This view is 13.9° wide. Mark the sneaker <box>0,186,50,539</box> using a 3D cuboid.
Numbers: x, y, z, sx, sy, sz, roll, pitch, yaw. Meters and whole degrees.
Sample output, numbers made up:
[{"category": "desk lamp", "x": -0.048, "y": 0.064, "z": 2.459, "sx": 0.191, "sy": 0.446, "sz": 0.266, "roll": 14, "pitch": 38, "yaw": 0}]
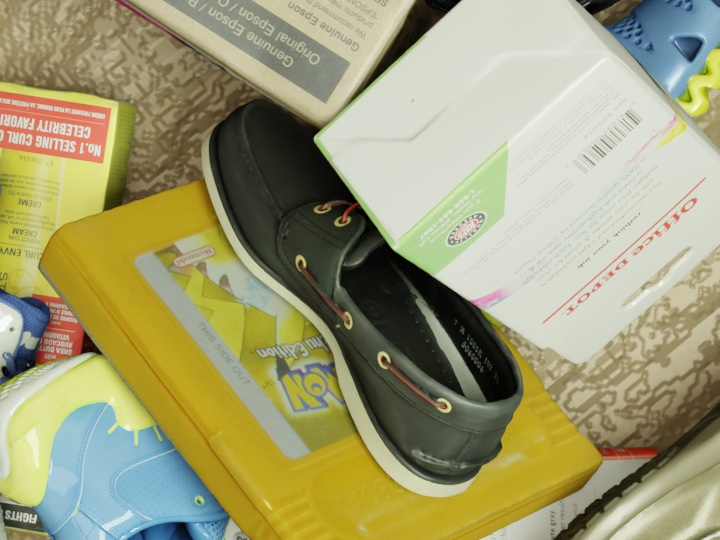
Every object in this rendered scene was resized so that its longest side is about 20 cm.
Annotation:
[{"category": "sneaker", "x": -0.175, "y": 0.048, "z": 1.286, "sx": 0.088, "sy": 0.075, "sz": 0.200, "roll": -15, "pitch": 89, "yaw": 5}]

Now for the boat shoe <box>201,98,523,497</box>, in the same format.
[{"category": "boat shoe", "x": 0.002, "y": 0.000, "z": 1.252, "sx": 0.201, "sy": 0.074, "sz": 0.063, "roll": 56, "pitch": 134, "yaw": 26}]

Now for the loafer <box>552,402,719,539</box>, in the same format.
[{"category": "loafer", "x": 0.152, "y": 0.104, "z": 1.272, "sx": 0.200, "sy": 0.076, "sz": 0.067, "roll": -39, "pitch": 87, "yaw": -5}]

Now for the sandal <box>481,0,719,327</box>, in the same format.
[{"category": "sandal", "x": 0.097, "y": -0.073, "z": 1.323, "sx": 0.087, "sy": 0.079, "sz": 0.200, "roll": 40, "pitch": 90, "yaw": -6}]

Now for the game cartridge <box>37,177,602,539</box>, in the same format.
[{"category": "game cartridge", "x": -0.015, "y": 0.039, "z": 1.269, "sx": 0.200, "sy": 0.176, "sz": 0.032, "roll": 49, "pitch": 134, "yaw": 20}]

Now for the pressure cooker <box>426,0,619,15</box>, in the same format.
[{"category": "pressure cooker", "x": 0.070, "y": -0.204, "z": 1.277, "sx": 0.179, "sy": 0.176, "sz": 0.200, "roll": -8, "pitch": 87, "yaw": 5}]

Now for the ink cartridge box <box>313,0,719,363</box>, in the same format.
[{"category": "ink cartridge box", "x": 0.079, "y": -0.040, "z": 1.228, "sx": 0.117, "sy": 0.200, "sz": 0.067, "roll": -42, "pitch": 61, "yaw": 8}]

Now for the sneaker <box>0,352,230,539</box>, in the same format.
[{"category": "sneaker", "x": -0.077, "y": 0.077, "z": 1.289, "sx": 0.200, "sy": 0.076, "sz": 0.105, "roll": -21, "pitch": 77, "yaw": -41}]

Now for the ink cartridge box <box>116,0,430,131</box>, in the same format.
[{"category": "ink cartridge box", "x": -0.057, "y": -0.129, "z": 1.268, "sx": 0.165, "sy": 0.200, "sz": 0.075, "roll": 32, "pitch": 92, "yaw": 2}]

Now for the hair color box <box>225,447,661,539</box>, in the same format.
[{"category": "hair color box", "x": 0.039, "y": 0.134, "z": 1.339, "sx": 0.200, "sy": 0.061, "sz": 0.102, "roll": -1, "pitch": 90, "yaw": 0}]

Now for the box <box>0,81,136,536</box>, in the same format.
[{"category": "box", "x": -0.154, "y": 0.016, "z": 1.347, "sx": 0.075, "sy": 0.050, "sz": 0.200, "roll": 10, "pitch": 91, "yaw": 4}]
